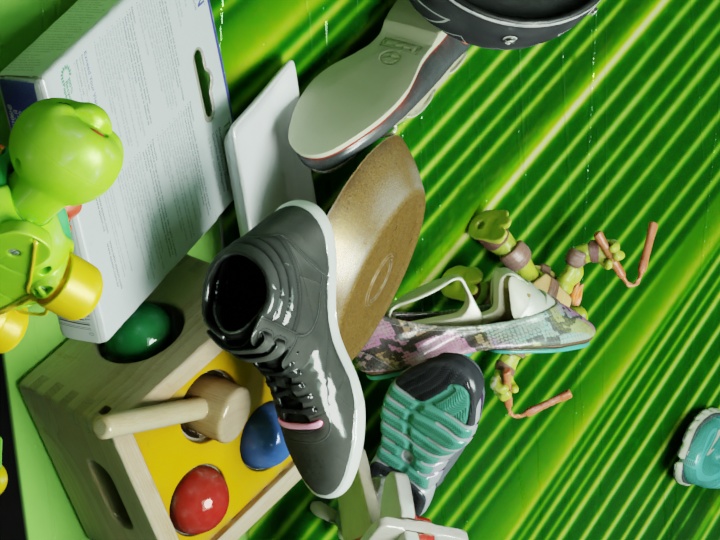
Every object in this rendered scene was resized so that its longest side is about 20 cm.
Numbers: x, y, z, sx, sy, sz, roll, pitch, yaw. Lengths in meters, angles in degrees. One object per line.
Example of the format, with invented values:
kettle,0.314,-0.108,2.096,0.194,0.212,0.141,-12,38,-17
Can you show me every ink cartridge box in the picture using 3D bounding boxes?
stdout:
ink cartridge box,-0.153,-0.088,1.510,0.200,0.043,0.197,-53,141,-48

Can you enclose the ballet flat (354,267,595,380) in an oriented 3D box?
ballet flat,0.089,0.037,1.785,0.199,0.069,0.072,-8,102,-15

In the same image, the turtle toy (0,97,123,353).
turtle toy,-0.219,-0.036,1.377,0.145,0.199,0.102,31,51,-35

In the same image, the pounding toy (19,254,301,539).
pounding toy,-0.126,0.099,1.556,0.184,0.142,0.201,-42,133,-28

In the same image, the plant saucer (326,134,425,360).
plant saucer,0.000,0.000,1.668,0.201,0.035,0.200,-59,166,-24

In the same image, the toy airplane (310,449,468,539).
toy airplane,0.007,0.242,1.722,0.141,0.199,0.201,33,80,-39

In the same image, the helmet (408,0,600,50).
helmet,0.101,-0.257,1.615,0.200,0.200,0.191,-22,136,-41

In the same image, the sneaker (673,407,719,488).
sneaker,0.367,0.180,2.187,0.200,0.079,0.078,11,98,-49

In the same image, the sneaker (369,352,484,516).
sneaker,0.060,0.109,1.792,0.088,0.074,0.200,-49,170,-38

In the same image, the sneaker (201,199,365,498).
sneaker,-0.055,0.061,1.504,0.099,0.070,0.201,-21,106,-53

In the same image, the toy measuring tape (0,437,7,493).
toy measuring tape,-0.305,0.097,1.428,0.200,0.073,0.074,34,80,-32

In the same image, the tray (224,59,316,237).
tray,-0.063,-0.039,1.641,0.107,0.022,0.201,-56,144,-52

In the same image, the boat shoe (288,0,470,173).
boat shoe,0.019,-0.133,1.672,0.200,0.071,0.063,-51,150,-33

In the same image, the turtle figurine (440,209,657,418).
turtle figurine,0.145,0.012,1.878,0.161,0.064,0.200,35,95,-39
